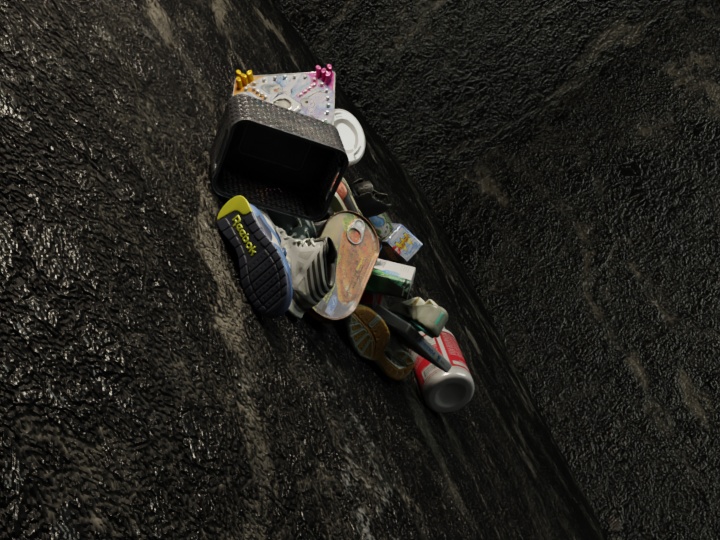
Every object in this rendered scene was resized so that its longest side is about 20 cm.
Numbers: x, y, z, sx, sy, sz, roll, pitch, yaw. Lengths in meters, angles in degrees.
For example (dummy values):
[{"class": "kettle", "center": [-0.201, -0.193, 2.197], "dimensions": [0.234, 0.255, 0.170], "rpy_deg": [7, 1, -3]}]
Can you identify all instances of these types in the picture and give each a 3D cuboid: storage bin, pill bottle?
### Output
[{"class": "storage bin", "center": [-0.132, -0.179, 1.223], "dimensions": [0.196, 0.137, 0.094], "rpy_deg": [14, 31, -24]}, {"class": "pill bottle", "center": [-0.090, -0.236, 1.523], "dimensions": [0.111, 0.198, 0.115], "rpy_deg": [10, 73, -37]}, {"class": "pill bottle", "center": [0.168, 0.199, 1.653], "dimensions": [0.112, 0.111, 0.202], "rpy_deg": [47, 16, -35]}]

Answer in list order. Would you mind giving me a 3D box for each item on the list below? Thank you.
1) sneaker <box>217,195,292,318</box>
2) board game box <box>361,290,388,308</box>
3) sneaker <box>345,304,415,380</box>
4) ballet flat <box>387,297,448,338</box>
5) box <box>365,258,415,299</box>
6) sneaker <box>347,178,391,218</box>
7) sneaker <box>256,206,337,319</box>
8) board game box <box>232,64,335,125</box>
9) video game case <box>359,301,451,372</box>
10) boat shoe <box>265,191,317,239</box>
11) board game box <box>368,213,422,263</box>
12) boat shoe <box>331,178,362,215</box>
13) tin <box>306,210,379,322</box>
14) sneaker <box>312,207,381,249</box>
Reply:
[{"class": "sneaker", "center": [-0.138, -0.017, 1.104], "dimensions": [0.082, 0.073, 0.202], "rpy_deg": [39, 22, -58]}, {"class": "board game box", "center": [-0.004, 0.032, 1.438], "dimensions": [0.155, 0.040, 0.200], "rpy_deg": [15, 12, 17]}, {"class": "sneaker", "center": [0.021, 0.124, 1.408], "dimensions": [0.201, 0.075, 0.088], "rpy_deg": [52, -2, -38]}, {"class": "ballet flat", "center": [0.111, 0.082, 1.435], "dimensions": [0.067, 0.064, 0.200], "rpy_deg": [37, -7, -17]}, {"class": "box", "center": [0.000, 0.000, 1.396], "dimensions": [0.196, 0.037, 0.144], "rpy_deg": [12, 12, 5]}, {"class": "sneaker", "center": [-0.020, -0.154, 1.542], "dimensions": [0.199, 0.103, 0.061], "rpy_deg": [40, 19, -53]}, {"class": "sneaker", "center": [-0.098, -0.037, 1.201], "dimensions": [0.203, 0.114, 0.075], "rpy_deg": [61, 14, 22]}, {"class": "board game box", "center": [-0.146, -0.304, 1.408], "dimensions": [0.026, 0.195, 0.203], "rpy_deg": [83, 6, -52]}, {"class": "video game case", "center": [0.068, 0.114, 1.490], "dimensions": [0.199, 0.022, 0.182], "rpy_deg": [29, -11, 44]}, {"class": "boat shoe", "center": [-0.106, -0.043, 1.293], "dimensions": [0.203, 0.072, 0.062], "rpy_deg": [61, 11, -9]}, {"class": "board game box", "center": [0.039, -0.086, 1.712], "dimensions": [0.198, 0.062, 0.202], "rpy_deg": [9, -41, 55]}, {"class": "boat shoe", "center": [-0.025, -0.094, 1.456], "dimensions": [0.202, 0.070, 0.063], "rpy_deg": [62, 34, -33]}, {"class": "tin", "center": [-0.039, -0.007, 1.278], "dimensions": [0.111, 0.042, 0.202], "rpy_deg": [37, 59, -21]}, {"class": "sneaker", "center": [-0.046, -0.068, 1.369], "dimensions": [0.196, 0.084, 0.071], "rpy_deg": [13, 10, -22]}]
